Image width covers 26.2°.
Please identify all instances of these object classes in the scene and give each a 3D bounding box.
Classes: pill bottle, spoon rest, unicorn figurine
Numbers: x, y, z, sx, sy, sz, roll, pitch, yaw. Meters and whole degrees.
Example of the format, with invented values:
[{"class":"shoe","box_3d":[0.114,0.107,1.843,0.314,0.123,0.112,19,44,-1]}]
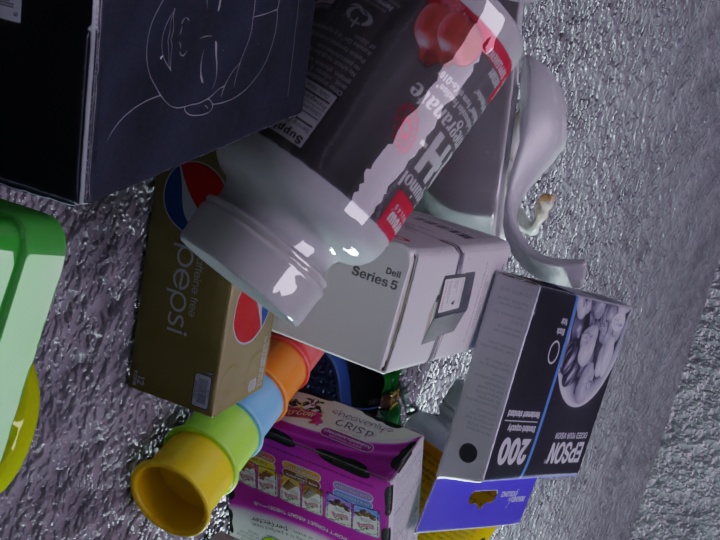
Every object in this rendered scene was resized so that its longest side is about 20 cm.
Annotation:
[{"class":"pill bottle","box_3d":[0.059,0.194,1.278,0.201,0.109,0.109,-58,159,1]},{"class":"spoon rest","box_3d":[0.140,-0.082,1.250,0.100,0.060,0.202,88,-2,-62]},{"class":"unicorn figurine","box_3d":[0.119,-0.066,1.376,0.137,0.073,0.202,133,-26,-63]},{"class":"pill bottle","box_3d":[-0.009,-0.074,0.844,0.201,0.110,0.111,-54,156,-6]}]

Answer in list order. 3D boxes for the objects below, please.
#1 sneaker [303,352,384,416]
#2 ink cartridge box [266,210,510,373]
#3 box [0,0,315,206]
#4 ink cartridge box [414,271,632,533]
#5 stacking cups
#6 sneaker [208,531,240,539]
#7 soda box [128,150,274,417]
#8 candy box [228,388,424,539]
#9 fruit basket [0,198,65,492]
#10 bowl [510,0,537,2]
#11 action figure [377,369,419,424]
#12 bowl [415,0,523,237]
[{"class":"sneaker","box_3d":[-0.013,0.120,1.224,0.078,0.070,0.202,-43,144,-44]},{"class":"ink cartridge box","box_3d":[0.000,0.000,1.057,0.200,0.144,0.085,-5,113,-67]},{"class":"box","box_3d":[-0.108,-0.158,0.693,0.196,0.123,0.202,-31,133,-59]},{"class":"ink cartridge box","box_3d":[0.128,0.109,1.174,0.198,0.043,0.202,10,99,-61]},{"class":"stacking cups","box_3d":[-0.077,0.098,1.056,0.200,0.060,0.061,-47,147,-49]},{"class":"sneaker","box_3d":[-0.097,0.298,1.131,0.071,0.079,0.202,-9,115,-67]},{"class":"soda box","box_3d":[-0.086,-0.020,0.939,0.068,0.063,0.202,-26,131,-62]},{"class":"candy box","box_3d":[-0.027,0.190,1.149,0.061,0.135,0.202,-46,147,-47]},{"class":"fruit basket","box_3d":[-0.190,0.063,0.652,0.215,0.155,0.218,-21,119,-45]},{"class":"bowl","box_3d":[0.112,-0.259,1.121,0.201,0.200,0.091,-43,166,-52]},{"class":"action figure","box_3d":[0.016,0.127,1.334,0.118,0.054,0.202,-37,135,-53]},{"class":"bowl","box_3d":[0.083,-0.111,1.216,0.200,0.074,0.202,75,21,-72]}]
